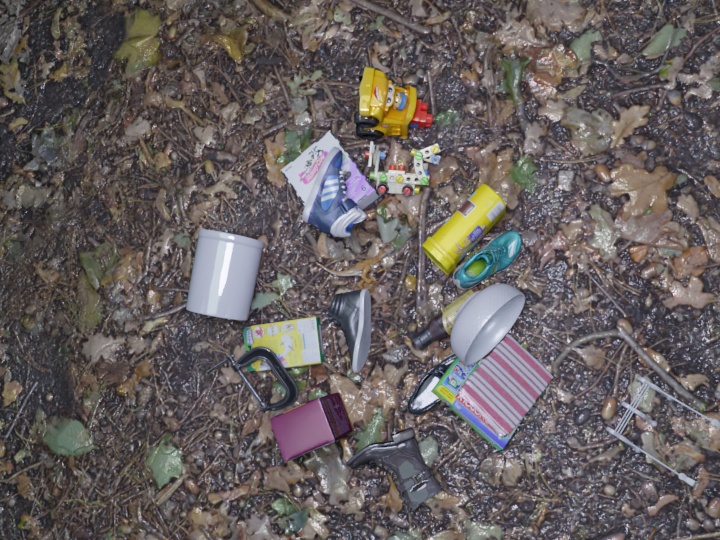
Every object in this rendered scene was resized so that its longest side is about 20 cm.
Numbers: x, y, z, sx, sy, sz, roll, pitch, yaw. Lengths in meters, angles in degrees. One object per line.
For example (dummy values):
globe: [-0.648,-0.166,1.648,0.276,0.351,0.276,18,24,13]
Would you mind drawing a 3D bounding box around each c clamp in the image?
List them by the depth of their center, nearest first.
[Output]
c clamp: [-0.257,0.275,1.530,0.170,0.027,0.201,-37,99,12]

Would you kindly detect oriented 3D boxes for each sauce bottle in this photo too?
sauce bottle: [0.213,0.119,1.458,0.199,0.066,0.066,-38,77,7]

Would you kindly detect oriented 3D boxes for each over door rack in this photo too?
over door rack: [0.656,0.343,1.322,0.199,0.066,0.149,32,91,35]

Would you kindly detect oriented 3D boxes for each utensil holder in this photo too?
utensil holder: [-0.340,0.012,1.541,0.168,0.170,0.203,9,88,13]

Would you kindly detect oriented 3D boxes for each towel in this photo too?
towel: [0.330,0.257,1.394,0.146,0.030,0.200,45,65,8]

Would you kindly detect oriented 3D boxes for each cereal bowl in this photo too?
cereal bowl: [0.268,0.107,1.358,0.083,0.200,0.201,41,92,27]

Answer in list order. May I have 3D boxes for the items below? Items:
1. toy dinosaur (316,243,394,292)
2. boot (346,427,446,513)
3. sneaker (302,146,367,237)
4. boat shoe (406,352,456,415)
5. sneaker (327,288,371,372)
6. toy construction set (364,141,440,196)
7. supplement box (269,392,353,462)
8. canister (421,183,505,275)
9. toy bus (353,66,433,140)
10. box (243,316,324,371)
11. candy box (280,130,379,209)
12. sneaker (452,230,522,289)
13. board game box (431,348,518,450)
toy dinosaur: [0.000,0.000,1.532,0.198,0.061,0.107,-21,59,1]
boot: [0.081,0.481,1.438,0.198,0.069,0.176,-25,78,6]
sneaker: [-0.041,-0.179,1.476,0.145,0.081,0.202,23,85,5]
boat shoe: [0.183,0.265,1.444,0.199,0.066,0.075,-39,76,5]
sneaker: [-0.030,0.145,1.510,0.098,0.071,0.203,1,86,23]
toy construction set: [0.097,-0.255,1.515,0.198,0.092,0.133,11,110,21]
supplement box: [-0.109,0.359,1.427,0.130,0.200,0.104,-24,79,7]
canister: [0.243,-0.095,1.436,0.087,0.149,0.200,44,91,13]
toy bus: [0.084,-0.394,1.488,0.189,0.200,0.138,9,85,5]
box: [-0.195,0.188,1.547,0.197,0.048,0.119,-8,82,9]
candy box: [-0.078,-0.221,1.559,0.167,0.072,0.201,-37,78,6]
sneaker: [0.305,-0.024,1.439,0.199,0.080,0.078,-37,79,-11]
board game box: [0.277,0.288,1.399,0.199,0.029,0.135,40,66,5]
